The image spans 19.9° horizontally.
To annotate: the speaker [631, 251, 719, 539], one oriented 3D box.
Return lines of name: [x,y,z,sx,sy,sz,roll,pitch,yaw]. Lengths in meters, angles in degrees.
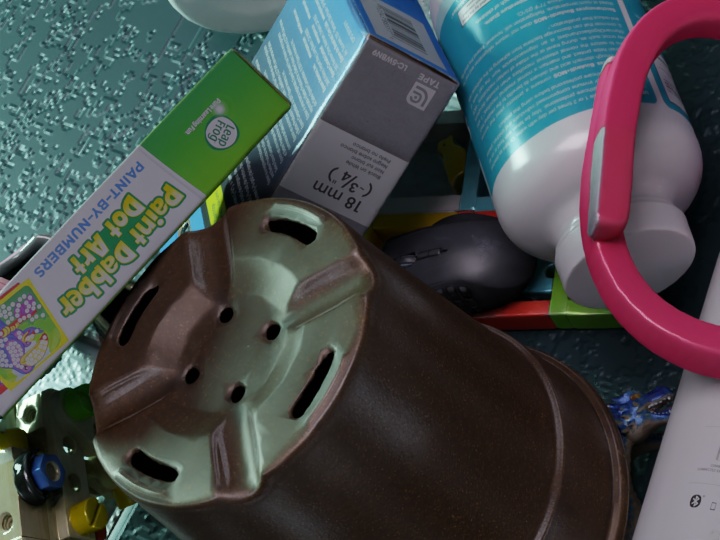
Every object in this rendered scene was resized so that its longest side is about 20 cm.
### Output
speaker: [0.186,0.076,0.974,0.081,0.081,0.201,5,53,25]

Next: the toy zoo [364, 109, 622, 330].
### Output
toy zoo: [0.065,-0.029,1.142,0.199,0.020,0.132,-2,64,23]

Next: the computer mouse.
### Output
computer mouse: [0.000,0.000,1.122,0.199,0.034,0.059,-7,63,21]

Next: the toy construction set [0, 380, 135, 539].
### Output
toy construction set: [-0.139,0.142,1.087,0.092,0.131,0.201,-38,59,22]

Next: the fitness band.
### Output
fitness band: [0.177,-0.042,0.975,0.143,0.037,0.201,15,61,-6]

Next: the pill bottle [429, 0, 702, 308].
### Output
pill bottle: [0.110,-0.082,1.071,0.110,0.111,0.201,-23,57,11]

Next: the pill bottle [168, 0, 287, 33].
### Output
pill bottle: [-0.077,-0.258,1.268,0.113,0.114,0.201,-17,58,14]

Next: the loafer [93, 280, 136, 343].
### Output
loafer: [-0.078,0.061,1.130,0.199,0.063,0.072,27,77,32]

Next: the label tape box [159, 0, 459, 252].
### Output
label tape box: [-0.035,-0.064,1.134,0.201,0.063,0.144,-57,24,20]

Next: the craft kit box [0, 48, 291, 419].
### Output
craft kit box: [-0.131,-0.005,1.012,0.049,0.197,0.200,44,73,-7]

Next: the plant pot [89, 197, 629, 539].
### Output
plant pot: [-0.009,0.078,0.947,0.199,0.198,0.201,-21,50,26]

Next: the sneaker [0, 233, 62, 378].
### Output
sneaker: [-0.220,0.047,1.129,0.070,0.082,0.200,23,34,6]

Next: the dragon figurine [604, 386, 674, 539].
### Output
dragon figurine: [0.091,0.142,1.017,0.200,0.059,0.100,-37,56,1]
